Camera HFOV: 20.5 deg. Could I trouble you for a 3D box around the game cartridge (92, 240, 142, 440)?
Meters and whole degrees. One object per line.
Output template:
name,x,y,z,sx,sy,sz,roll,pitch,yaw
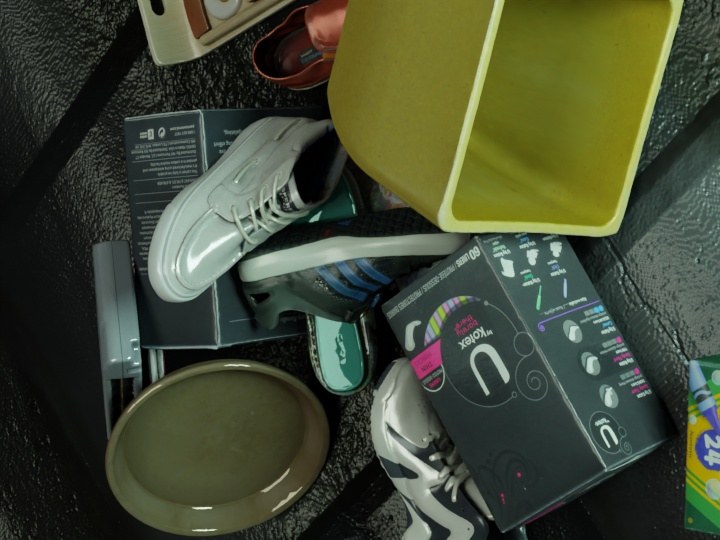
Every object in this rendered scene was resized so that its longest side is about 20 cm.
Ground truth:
game cartridge,-0.216,0.061,1.772,0.200,0.041,0.134,101,158,-63

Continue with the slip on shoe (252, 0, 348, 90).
slip on shoe,-0.015,-0.204,1.670,0.199,0.061,0.075,-23,77,42

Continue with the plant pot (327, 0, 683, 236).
plant pot,0.087,-0.151,1.492,0.200,0.195,0.195,30,111,45

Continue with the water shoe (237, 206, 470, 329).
water shoe,0.000,0.000,1.628,0.199,0.072,0.079,-7,111,19

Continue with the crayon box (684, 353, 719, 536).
crayon box,0.322,0.133,1.388,0.199,0.051,0.127,7,99,43

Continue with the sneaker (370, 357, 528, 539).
sneaker,0.085,0.166,1.601,0.129,0.079,0.200,-7,89,43

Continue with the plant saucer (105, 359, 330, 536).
plant saucer,-0.125,0.152,1.737,0.201,0.199,0.030,-62,28,29

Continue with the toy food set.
toy food set,-0.133,-0.286,1.775,0.200,0.060,0.144,-24,78,43

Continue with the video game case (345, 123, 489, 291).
video game case,0.068,-0.044,1.636,0.143,0.018,0.201,-39,68,39

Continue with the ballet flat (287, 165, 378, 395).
ballet flat,-0.021,0.005,1.694,0.074,0.074,0.201,0,94,44

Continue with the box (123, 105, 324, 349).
box,-0.110,-0.039,1.719,0.107,0.148,0.201,-3,92,44

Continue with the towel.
towel,-0.193,0.065,1.824,0.200,0.023,0.145,-174,78,-79

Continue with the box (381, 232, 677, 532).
box,0.127,0.077,1.517,0.122,0.106,0.201,-38,76,40

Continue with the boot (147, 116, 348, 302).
boot,-0.086,-0.055,1.600,0.095,0.200,0.074,-2,135,45
